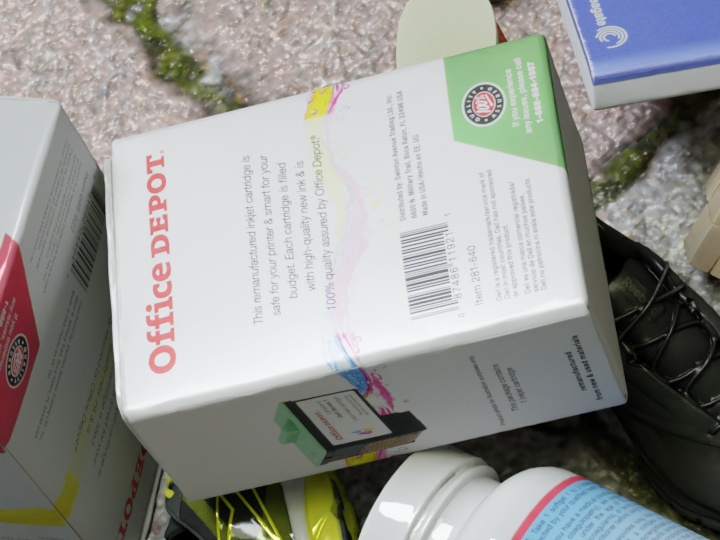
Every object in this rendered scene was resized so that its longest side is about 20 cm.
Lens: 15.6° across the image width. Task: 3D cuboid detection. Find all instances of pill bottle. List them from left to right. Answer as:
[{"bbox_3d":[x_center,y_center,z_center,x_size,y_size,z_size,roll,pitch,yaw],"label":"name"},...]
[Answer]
[{"bbox_3d":[0.099,0.149,1.093,0.200,0.109,0.109,26,69,24],"label":"pill bottle"}]

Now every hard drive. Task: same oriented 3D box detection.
[{"bbox_3d":[0.192,-0.137,1.219,0.199,0.025,0.132,-10,41,-1],"label":"hard drive"}]

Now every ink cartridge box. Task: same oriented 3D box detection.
[{"bbox_3d":[-0.153,0.036,1.163,0.083,0.200,0.146,3,62,18],"label":"ink cartridge box"},{"bbox_3d":[0.000,0.000,1.121,0.199,0.084,0.145,-14,55,10],"label":"ink cartridge box"}]

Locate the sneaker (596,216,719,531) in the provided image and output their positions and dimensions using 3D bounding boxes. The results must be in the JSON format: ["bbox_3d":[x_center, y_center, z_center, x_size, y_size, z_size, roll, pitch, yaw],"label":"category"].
[{"bbox_3d":[0.134,0.041,1.158,0.200,0.091,0.076,38,73,27],"label":"sneaker"}]

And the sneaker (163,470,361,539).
[{"bbox_3d":[-0.054,0.084,1.185,0.084,0.075,0.201,-18,59,3],"label":"sneaker"}]

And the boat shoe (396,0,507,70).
[{"bbox_3d":[0.039,-0.039,1.240,0.071,0.063,0.201,0,61,10],"label":"boat shoe"}]

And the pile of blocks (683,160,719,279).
[{"bbox_3d":[0.215,0.027,1.174,0.200,0.082,0.062,51,121,39],"label":"pile of blocks"}]
